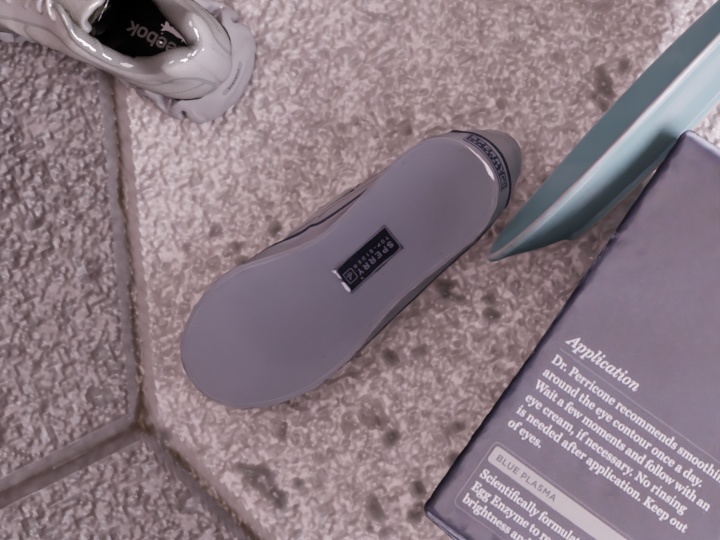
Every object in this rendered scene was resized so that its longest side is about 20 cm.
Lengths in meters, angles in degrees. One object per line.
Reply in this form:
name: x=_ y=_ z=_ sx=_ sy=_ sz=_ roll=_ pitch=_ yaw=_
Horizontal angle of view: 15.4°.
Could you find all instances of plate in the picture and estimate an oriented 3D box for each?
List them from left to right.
plate: x=0.133 y=-0.070 z=1.201 sx=0.026 sy=0.200 sz=0.200 roll=44 pitch=93 yaw=-2

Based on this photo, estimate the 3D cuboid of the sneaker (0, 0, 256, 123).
sneaker: x=-0.149 y=-0.139 z=1.308 sx=0.199 sy=0.081 sz=0.076 roll=22 pitch=91 yaw=11

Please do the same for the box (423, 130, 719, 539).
box: x=0.140 y=0.060 z=1.189 sx=0.117 sy=0.197 sz=0.200 roll=36 pitch=91 yaw=11

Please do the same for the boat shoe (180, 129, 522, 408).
boat shoe: x=0.000 y=0.000 z=1.282 sx=0.200 sy=0.065 sz=0.074 roll=-32 pitch=89 yaw=26
